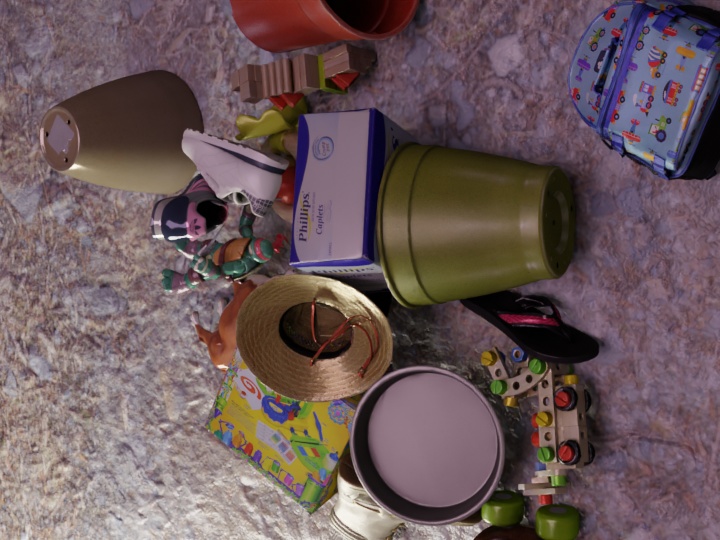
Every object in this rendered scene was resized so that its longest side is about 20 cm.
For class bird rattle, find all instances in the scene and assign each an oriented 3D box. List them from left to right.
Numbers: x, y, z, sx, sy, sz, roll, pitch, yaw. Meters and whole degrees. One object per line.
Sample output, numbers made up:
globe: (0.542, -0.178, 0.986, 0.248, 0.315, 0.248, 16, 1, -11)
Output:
bird rattle: (-0.082, -0.137, 1.772, 0.200, 0.112, 0.164, 49, 142, 15)

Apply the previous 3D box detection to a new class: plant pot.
plant pot: (-0.368, -0.200, 1.910, 0.186, 0.199, 0.190, 7, 101, 39)
plant pot: (-0.059, -0.371, 1.643, 0.194, 0.199, 0.203, -9, 92, 47)
plant pot: (0.147, -0.054, 1.532, 0.191, 0.200, 0.203, 0, 98, 27)

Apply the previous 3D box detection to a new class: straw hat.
straw hat: (-0.052, 0.066, 1.626, 0.198, 0.085, 0.203, 4, 121, 7)

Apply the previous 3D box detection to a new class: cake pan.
cake pan: (0.085, 0.214, 1.606, 0.198, 0.037, 0.203, 2, 98, 17)

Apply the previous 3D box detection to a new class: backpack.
backpack: (0.310, -0.211, 1.394, 0.199, 0.134, 0.184, 36, 118, 32)

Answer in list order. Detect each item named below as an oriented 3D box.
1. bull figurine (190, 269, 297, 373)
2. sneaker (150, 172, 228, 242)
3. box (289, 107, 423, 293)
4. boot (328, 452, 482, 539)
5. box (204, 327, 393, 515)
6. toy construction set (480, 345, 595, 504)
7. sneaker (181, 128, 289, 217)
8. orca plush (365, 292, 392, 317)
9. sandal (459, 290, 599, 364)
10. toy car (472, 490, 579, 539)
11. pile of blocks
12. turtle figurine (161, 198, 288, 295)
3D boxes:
bull figurine: (-0.169, 0.055, 1.875, 0.201, 0.065, 0.122, -52, 55, 24)
sneaker: (-0.203, -0.084, 1.745, 0.081, 0.200, 0.071, 6, 116, 20)
box: (0.006, -0.080, 1.585, 0.104, 0.200, 0.186, -2, 79, 25)
boot: (0.058, 0.320, 1.720, 0.198, 0.073, 0.156, 15, 139, 2)
box: (-0.078, 0.180, 1.753, 0.199, 0.122, 0.194, 37, 124, 17)
toy construction set: (0.218, 0.186, 1.559, 0.130, 0.092, 0.203, -11, 91, 39)
sneaker: (-0.179, -0.134, 1.714, 0.199, 0.076, 0.081, 25, 102, 46)
orca plush: (0.000, 0.000, 1.722, 0.105, 0.071, 0.202, 28, 114, 34)
sandal: (0.200, 0.054, 1.562, 0.199, 0.075, 0.046, 32, 129, 34)
toy car: (0.166, 0.381, 1.564, 0.156, 0.199, 0.167, 8, 102, 37)
pile of blocks: (-0.075, -0.245, 1.716, 0.198, 0.082, 0.063, -8, 79, 18)
turtle figurine: (-0.186, -0.027, 1.797, 0.199, 0.150, 0.101, -18, 114, 39)
